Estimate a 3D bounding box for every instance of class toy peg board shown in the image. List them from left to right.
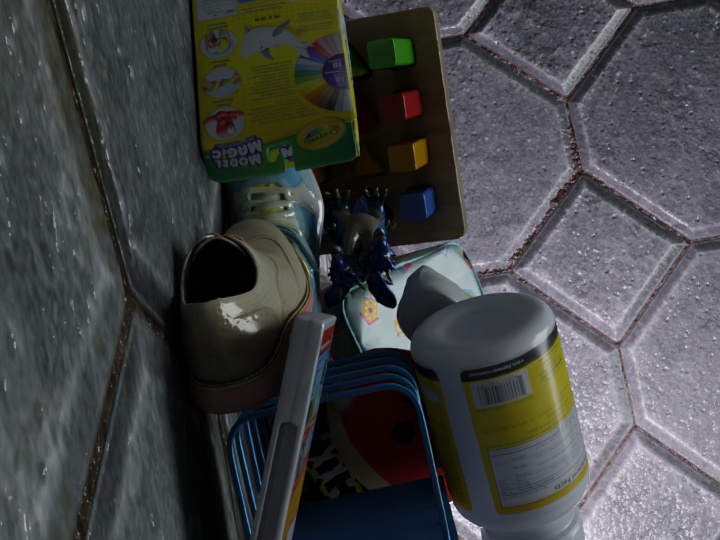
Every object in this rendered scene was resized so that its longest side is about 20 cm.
[{"bbox_3d":[-0.026,-0.109,1.035,0.098,0.199,0.200,-35,118,-72],"label":"toy peg board"}]

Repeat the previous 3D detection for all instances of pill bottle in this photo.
[{"bbox_3d":[0.113,0.127,0.932,0.112,0.111,0.201,-96,171,-70],"label":"pill bottle"}]

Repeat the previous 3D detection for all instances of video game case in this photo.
[{"bbox_3d":[-0.043,0.123,0.668,0.143,0.017,0.201,45,57,-88],"label":"video game case"}]

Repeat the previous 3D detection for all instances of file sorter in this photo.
[{"bbox_3d":[-0.014,0.136,0.861,0.200,0.138,0.123,-78,155,-87],"label":"file sorter"}]

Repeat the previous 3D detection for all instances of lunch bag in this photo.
[{"bbox_3d":[0.043,0.071,1.150,0.200,0.077,0.161,-24,96,-44],"label":"lunch bag"}]

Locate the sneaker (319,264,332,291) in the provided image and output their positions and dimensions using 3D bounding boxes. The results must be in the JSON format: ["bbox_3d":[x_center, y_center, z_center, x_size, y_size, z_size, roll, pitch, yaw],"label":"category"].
[{"bbox_3d":[-0.054,0.073,1.186,0.075,0.104,0.201,-45,106,-39],"label":"sneaker"}]

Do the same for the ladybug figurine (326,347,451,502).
[{"bbox_3d":[0.052,0.131,1.028,0.199,0.072,0.137,20,62,-45],"label":"ladybug figurine"}]

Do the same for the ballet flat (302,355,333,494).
[{"bbox_3d":[-0.053,0.134,1.091,0.065,0.070,0.201,39,-36,48],"label":"ballet flat"}]

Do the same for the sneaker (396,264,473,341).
[{"bbox_3d":[0.110,0.073,1.020,0.200,0.075,0.089,51,19,-14],"label":"sneaker"}]

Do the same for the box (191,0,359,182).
[{"bbox_3d":[-0.065,-0.147,0.921,0.048,0.117,0.201,78,4,-55],"label":"box"}]

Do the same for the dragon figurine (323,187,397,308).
[{"bbox_3d":[0.000,0.000,0.976,0.200,0.058,0.100,89,1,-65],"label":"dragon figurine"}]

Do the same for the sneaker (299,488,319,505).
[{"bbox_3d":[-0.013,0.287,1.091,0.074,0.080,0.201,-84,163,-76],"label":"sneaker"}]

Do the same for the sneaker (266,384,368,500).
[{"bbox_3d":[-0.005,0.179,1.032,0.200,0.072,0.083,51,12,-28],"label":"sneaker"}]

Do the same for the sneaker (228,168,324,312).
[{"bbox_3d":[-0.066,-0.033,0.931,0.131,0.079,0.201,82,-1,-76],"label":"sneaker"}]

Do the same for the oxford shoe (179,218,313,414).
[{"bbox_3d":[-0.069,0.004,0.725,0.200,0.070,0.074,-97,175,-65],"label":"oxford shoe"}]
